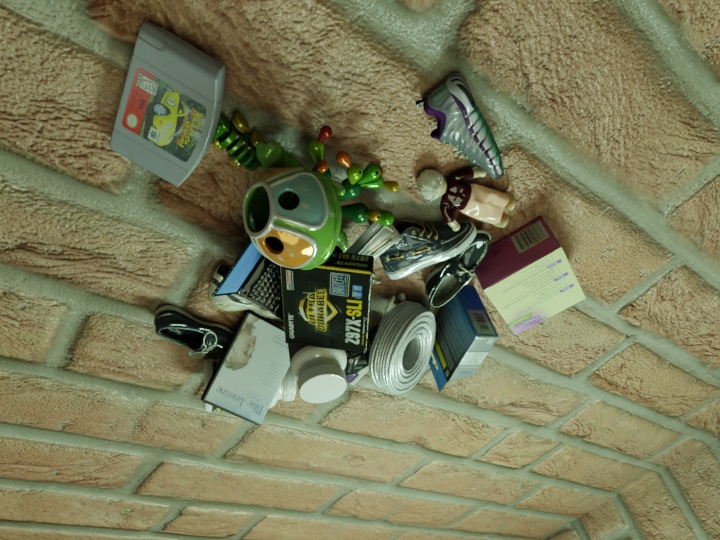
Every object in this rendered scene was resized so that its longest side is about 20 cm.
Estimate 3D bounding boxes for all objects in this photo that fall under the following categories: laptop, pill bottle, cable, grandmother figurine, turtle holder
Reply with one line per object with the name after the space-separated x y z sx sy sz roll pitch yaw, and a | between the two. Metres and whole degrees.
-0.138 0.001 0.985 0.199 0.103 0.178 34 96 -30 | laptop
-0.089 0.153 1.122 0.113 0.202 0.117 -8 136 -8 | pill bottle
0.096 0.168 1.218 0.199 0.068 0.203 36 77 -55 | cable
-0.246 0.250 1.236 0.195 0.114 0.114 1 134 -16 | pill bottle
0.189 -0.133 1.024 0.197 0.060 0.124 17 95 -25 | grandmother figurine
-0.101 -0.099 0.826 0.139 0.190 0.130 7 179 43 | turtle holder

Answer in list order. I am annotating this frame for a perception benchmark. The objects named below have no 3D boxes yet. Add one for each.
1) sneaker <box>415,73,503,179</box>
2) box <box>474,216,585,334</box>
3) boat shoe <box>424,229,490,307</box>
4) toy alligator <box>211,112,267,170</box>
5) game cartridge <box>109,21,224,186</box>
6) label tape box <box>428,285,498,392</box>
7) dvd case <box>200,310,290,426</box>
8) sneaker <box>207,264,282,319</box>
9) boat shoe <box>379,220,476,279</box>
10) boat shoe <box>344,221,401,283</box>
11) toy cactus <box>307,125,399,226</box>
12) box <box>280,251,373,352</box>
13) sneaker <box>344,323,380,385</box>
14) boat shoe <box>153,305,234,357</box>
0.169 -0.224 0.927 0.086 0.075 0.201 -23 126 23 | sneaker
0.357 0.016 1.190 0.174 0.098 0.200 -31 133 16 | box
0.201 0.001 1.137 0.074 0.061 0.201 15 135 -18 | boat shoe
-0.203 -0.207 0.837 0.059 0.055 0.200 -32 134 16 | toy alligator
-0.269 -0.221 0.787 0.131 0.041 0.201 26 125 -12 | game cartridge
0.218 0.155 1.254 0.062 0.146 0.202 2 134 -21 | label tape box
-0.224 0.205 1.163 0.141 0.017 0.203 31 81 -27 | dvd case
-0.189 0.036 1.067 0.196 0.077 0.089 4 133 -20 | sneaker
0.124 -0.063 1.063 0.197 0.071 0.092 -27 124 1 | boat shoe
0.001 -0.001 1.026 0.086 0.075 0.202 44 102 0 | boat shoe
-0.036 -0.134 0.933 0.164 0.103 0.199 -35 128 24 | toy cactus
-0.059 0.055 0.990 0.156 0.050 0.203 6 131 2 | box
-0.009 0.190 1.276 0.086 0.077 0.201 20 126 -24 | sneaker
-0.328 0.136 1.137 0.074 0.063 0.199 -36 133 18 | boat shoe
